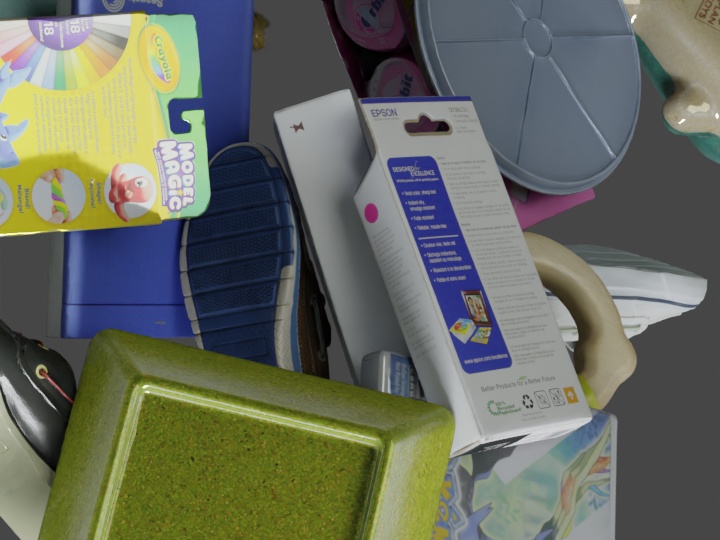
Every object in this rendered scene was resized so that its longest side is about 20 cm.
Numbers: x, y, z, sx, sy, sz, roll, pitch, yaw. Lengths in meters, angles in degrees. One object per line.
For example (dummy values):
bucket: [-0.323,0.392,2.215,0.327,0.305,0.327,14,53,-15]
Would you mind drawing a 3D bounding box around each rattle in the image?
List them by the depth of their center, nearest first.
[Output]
rattle: [0.066,0.023,1.410,0.200,0.143,0.130,44,77,1]

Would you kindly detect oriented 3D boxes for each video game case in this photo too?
video game case: [0.070,0.159,1.241,0.182,0.022,0.201,17,68,-37]

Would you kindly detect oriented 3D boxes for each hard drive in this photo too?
hard drive: [-0.118,-0.063,1.294,0.131,0.025,0.201,1,91,-45]

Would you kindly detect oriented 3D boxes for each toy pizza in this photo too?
toy pizza: [0.103,-0.143,1.448,0.199,0.032,0.202,15,66,-38]

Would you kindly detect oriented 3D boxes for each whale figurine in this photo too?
whale figurine: [0.244,-0.151,1.634,0.199,0.104,0.160,30,58,-3]

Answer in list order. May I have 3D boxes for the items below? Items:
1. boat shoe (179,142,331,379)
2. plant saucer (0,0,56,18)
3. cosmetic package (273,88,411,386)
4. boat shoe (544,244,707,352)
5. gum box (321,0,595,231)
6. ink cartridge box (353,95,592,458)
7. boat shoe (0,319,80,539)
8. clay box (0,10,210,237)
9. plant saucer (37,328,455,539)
boat shoe: [-0.055,0.029,1.303,0.072,0.072,0.201,7,80,-67]
plant saucer: [-0.157,-0.157,1.298,0.199,0.036,0.201,0,91,-45]
cosmetic package: [0.000,0.000,1.334,0.051,0.151,0.201,-18,91,0]
boat shoe: [0.151,0.022,1.521,0.199,0.073,0.067,6,103,-41]
gum box: [0.062,-0.117,1.471,0.113,0.066,0.201,-23,93,-43]
ink cartridge box: [0.055,0.000,1.251,0.094,0.037,0.201,-6,73,-46]
boat shoe: [-0.189,0.067,1.207,0.202,0.073,0.063,56,45,-18]
clay box: [-0.183,-0.076,1.207,0.199,0.048,0.116,-5,92,-19]
plant saucer: [-0.065,0.138,1.151,0.198,0.048,0.201,13,73,1]
